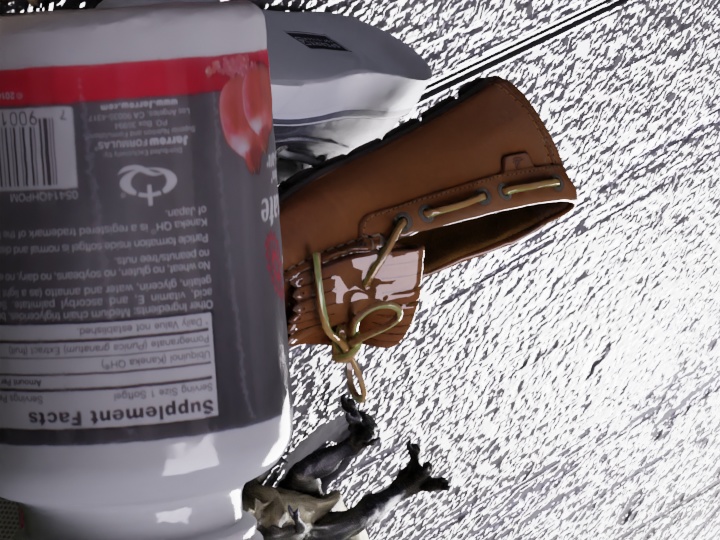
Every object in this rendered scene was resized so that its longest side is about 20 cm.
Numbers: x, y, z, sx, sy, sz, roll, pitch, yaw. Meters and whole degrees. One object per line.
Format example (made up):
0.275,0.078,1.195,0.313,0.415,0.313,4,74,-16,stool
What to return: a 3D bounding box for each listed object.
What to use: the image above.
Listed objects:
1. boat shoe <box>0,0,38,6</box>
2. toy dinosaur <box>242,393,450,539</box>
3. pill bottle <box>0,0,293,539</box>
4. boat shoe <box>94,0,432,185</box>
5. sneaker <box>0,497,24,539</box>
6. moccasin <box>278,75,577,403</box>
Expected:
-0.108,-0.120,0.900,0.200,0.069,0.074,-32,147,-33,boat shoe
-0.013,0.108,1.350,0.088,0.047,0.200,-42,155,13,toy dinosaur
-0.079,0.014,0.934,0.111,0.111,0.200,-11,100,-51,pill bottle
-0.045,-0.060,1.076,0.068,0.072,0.200,-62,158,16,boat shoe
-0.186,0.121,1.011,0.200,0.081,0.088,-33,150,20,sneaker
-0.001,0.001,1.075,0.201,0.078,0.074,-29,168,-37,moccasin
